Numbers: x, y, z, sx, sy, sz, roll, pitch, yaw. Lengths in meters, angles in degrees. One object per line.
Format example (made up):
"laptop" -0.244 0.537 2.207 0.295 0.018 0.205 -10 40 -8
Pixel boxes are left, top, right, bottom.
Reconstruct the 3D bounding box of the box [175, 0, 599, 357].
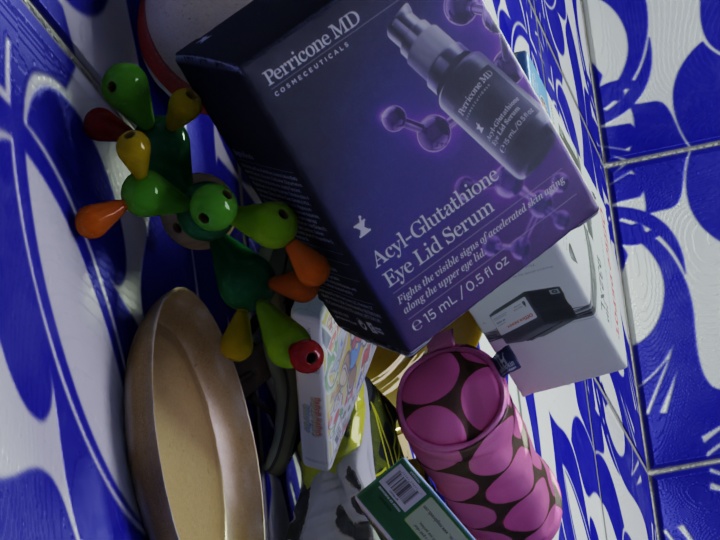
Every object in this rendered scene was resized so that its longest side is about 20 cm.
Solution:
"box" 0.015 -0.078 1.457 0.200 0.148 0.104 58 -16 -21

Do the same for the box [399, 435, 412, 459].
"box" 0.027 0.168 1.998 0.164 0.021 0.200 -89 163 -61

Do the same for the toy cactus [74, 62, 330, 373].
"toy cactus" -0.094 -0.025 1.477 0.200 0.102 0.165 47 -4 -7

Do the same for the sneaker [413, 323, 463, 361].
"sneaker" 0.031 0.037 1.969 0.105 0.076 0.200 37 28 -82

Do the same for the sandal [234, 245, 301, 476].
"sandal" -0.055 0.045 1.646 0.080 0.057 0.201 -63 159 -45

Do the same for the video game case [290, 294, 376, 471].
"video game case" 0.000 0.000 1.642 0.182 0.023 0.200 88 20 -56

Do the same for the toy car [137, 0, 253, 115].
"toy car" -0.075 -0.144 1.611 0.184 0.177 0.200 51 -27 3

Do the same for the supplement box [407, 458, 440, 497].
"supplement box" 0.032 0.233 1.835 0.200 0.086 0.110 62 20 -52

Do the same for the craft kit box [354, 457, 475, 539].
"craft kit box" 0.086 0.224 1.603 0.200 0.049 0.198 49 -3 21

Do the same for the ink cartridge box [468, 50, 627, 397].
"ink cartridge box" 0.111 -0.030 1.762 0.200 0.084 0.145 56 24 -51

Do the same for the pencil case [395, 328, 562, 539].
"pencil case" 0.087 0.125 1.805 0.200 0.091 0.094 65 4 -57

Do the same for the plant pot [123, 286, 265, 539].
"plant pot" -0.098 0.110 1.496 0.200 0.027 0.200 -10 90 -78

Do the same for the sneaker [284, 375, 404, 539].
"sneaker" 0.001 0.155 1.720 0.085 0.074 0.200 28 55 -49

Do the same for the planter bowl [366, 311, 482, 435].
"planter bowl" 0.008 0.014 1.847 0.200 0.083 0.200 -31 131 -44
